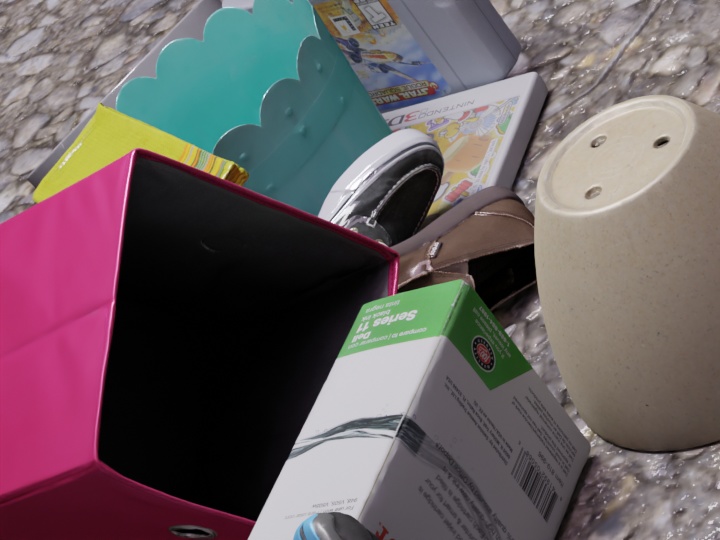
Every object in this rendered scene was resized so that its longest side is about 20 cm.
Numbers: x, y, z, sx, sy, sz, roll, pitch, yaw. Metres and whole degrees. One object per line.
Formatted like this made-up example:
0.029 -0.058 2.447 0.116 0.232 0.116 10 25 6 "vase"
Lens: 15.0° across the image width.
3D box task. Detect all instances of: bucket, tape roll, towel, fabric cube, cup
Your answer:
-0.077 -0.079 1.898 0.207 0.135 0.207 -29 28 17 "bucket"
-0.161 -0.119 2.077 0.200 0.066 0.200 -45 7 7 "tape roll"
-0.149 -0.057 1.790 0.086 0.018 0.200 -50 33 -9 "towel"
-0.119 0.072 1.618 0.199 0.196 0.200 -23 54 48 "fabric cube"
0.180 -0.017 1.591 0.200 0.143 0.200 -25 31 16 "cup"

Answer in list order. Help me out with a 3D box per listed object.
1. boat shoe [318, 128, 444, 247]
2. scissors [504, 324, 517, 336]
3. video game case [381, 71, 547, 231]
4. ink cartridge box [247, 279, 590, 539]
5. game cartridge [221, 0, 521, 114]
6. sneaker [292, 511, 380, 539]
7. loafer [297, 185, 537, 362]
0.000 0.000 1.797 0.071 0.072 0.200 30 82 43 "boat shoe"
0.033 0.111 1.642 0.200 0.014 0.073 -40 27 -4 "scissors"
0.027 -0.050 1.911 0.182 0.023 0.200 -14 37 33 "video game case"
0.034 0.129 1.528 0.083 0.147 0.200 -13 36 38 "ink cartridge box"
0.010 -0.168 1.983 0.200 0.133 0.042 -9 39 39 "game cartridge"
0.049 0.190 1.402 0.082 0.200 0.073 -47 5 -29 "sneaker"
0.044 0.019 1.729 0.200 0.073 0.071 -39 47 -20 "loafer"
